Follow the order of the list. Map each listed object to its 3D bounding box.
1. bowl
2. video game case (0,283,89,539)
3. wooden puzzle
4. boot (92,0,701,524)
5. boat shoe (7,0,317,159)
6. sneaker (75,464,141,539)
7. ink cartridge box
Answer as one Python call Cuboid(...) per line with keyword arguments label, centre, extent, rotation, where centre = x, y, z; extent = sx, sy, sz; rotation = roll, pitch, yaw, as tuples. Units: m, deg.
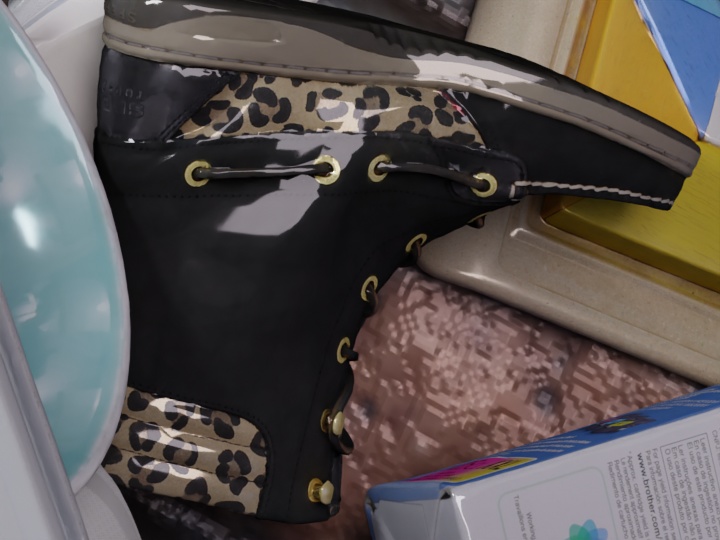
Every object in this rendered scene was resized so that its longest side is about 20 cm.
Cuboid(label="bowl", centre=(-0.164, -0.007, 0.715), extent=(0.201, 0.105, 0.202), rotation=(40, 36, -37))
Cuboid(label="video game case", centre=(-0.166, 0.046, 0.607), extent=(0.199, 0.023, 0.183), rotation=(-13, 106, 16))
Cuboid(label="wooden puzzle", centre=(0.132, -0.052, 0.921), extent=(0.199, 0.037, 0.186), rotation=(20, 72, -11))
Cuboid(label="boot", centre=(0.000, 0.000, 0.829), extent=(0.199, 0.073, 0.152), rotation=(11, 98, -28))
Cuboid(label="boat shoe", centre=(-0.077, -0.080, 0.847), extent=(0.200, 0.068, 0.072), rotation=(-52, 129, -13))
Cuboid(label="sneaker", centre=(-0.083, 0.114, 0.684), extent=(0.074, 0.087, 0.201), rotation=(19, 44, -14))
Cuboid(label="ink cartridge box", centre=(0.116, 0.107, 0.843), extent=(0.199, 0.076, 0.138), rotation=(-14, 93, -21))
